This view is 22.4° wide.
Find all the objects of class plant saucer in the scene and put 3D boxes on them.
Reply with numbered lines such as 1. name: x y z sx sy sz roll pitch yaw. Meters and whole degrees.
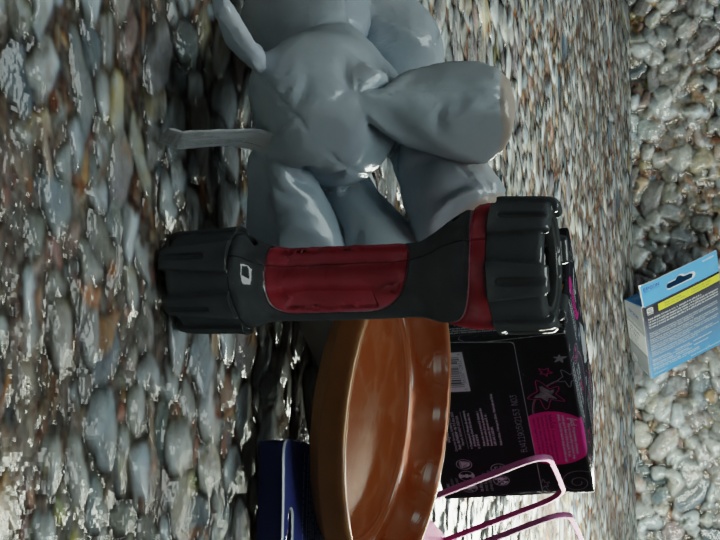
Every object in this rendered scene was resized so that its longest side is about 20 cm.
1. plant saucer: 0.011 0.089 1.095 0.200 0.032 0.202 4 90 -71

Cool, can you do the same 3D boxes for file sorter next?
1. file sorter: 0.124 0.257 1.363 0.139 0.125 0.201 56 14 -65

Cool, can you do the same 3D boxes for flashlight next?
1. flashlight: 0.000 0.000 0.892 0.068 0.198 0.068 -52 139 -67

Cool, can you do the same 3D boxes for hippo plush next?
1. hippo plush: -0.023 -0.087 0.994 0.161 0.199 0.160 -109 -142 -54

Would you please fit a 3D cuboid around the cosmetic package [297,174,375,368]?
1. cosmetic package: -0.011 0.003 1.142 0.201 0.050 0.083 69 28 -51

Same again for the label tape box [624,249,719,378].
1. label tape box: 0.492 0.056 2.860 0.066 0.143 0.201 51 -18 48

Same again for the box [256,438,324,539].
1. box: -0.030 0.167 1.089 0.200 0.032 0.122 38 52 -73

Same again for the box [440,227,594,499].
1. box: 0.113 0.076 1.451 0.115 0.131 0.201 -82 163 -44
